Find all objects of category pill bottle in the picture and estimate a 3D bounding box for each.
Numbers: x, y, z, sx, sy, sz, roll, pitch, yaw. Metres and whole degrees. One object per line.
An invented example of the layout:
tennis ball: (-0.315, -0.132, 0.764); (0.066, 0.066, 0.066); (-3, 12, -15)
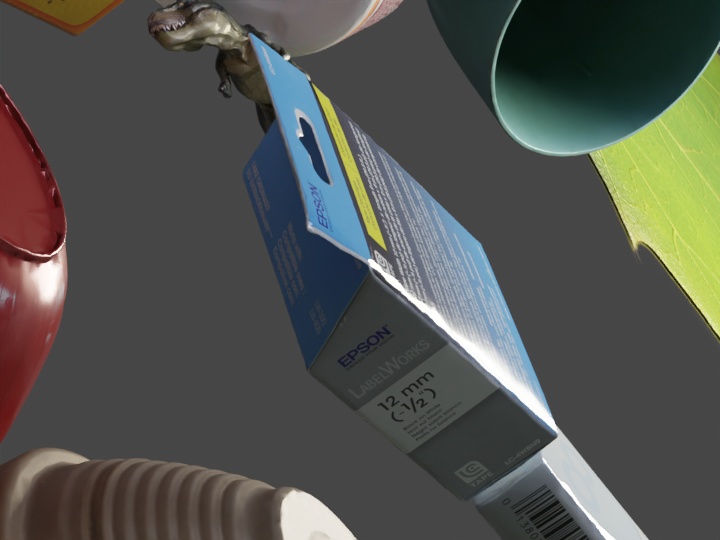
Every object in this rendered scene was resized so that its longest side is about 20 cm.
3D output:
pill bottle: (-0.025, -0.182, 1.636); (0.114, 0.114, 0.200); (55, 14, -2)

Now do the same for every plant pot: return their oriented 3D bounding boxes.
plant pot: (-0.035, 0.133, 0.922); (0.201, 0.092, 0.201); (56, 13, -20)
plant pot: (0.133, -0.206, 2.070); (0.200, 0.201, 0.161); (38, 9, -49)

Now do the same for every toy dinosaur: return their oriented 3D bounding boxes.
toy dinosaur: (-0.033, -0.077, 1.526); (0.200, 0.047, 0.088); (41, 13, -54)

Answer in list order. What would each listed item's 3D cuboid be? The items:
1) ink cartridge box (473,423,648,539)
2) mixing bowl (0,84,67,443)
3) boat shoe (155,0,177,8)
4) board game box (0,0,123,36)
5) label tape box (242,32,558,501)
ink cartridge box: (0.119, 0.120, 1.568); (0.160, 0.047, 0.200); (50, 17, -20)
mixing bowl: (-0.155, -0.014, 0.855); (0.200, 0.108, 0.200); (49, 16, -19)
boat shoe: (-0.124, -0.225, 1.514); (0.200, 0.068, 0.072); (55, 14, 5)
board game box: (-0.134, -0.254, 1.265); (0.200, 0.200, 0.200); (59, 14, 20)
label tape box: (0.000, 0.000, 1.418); (0.200, 0.066, 0.144); (40, 21, -40)
